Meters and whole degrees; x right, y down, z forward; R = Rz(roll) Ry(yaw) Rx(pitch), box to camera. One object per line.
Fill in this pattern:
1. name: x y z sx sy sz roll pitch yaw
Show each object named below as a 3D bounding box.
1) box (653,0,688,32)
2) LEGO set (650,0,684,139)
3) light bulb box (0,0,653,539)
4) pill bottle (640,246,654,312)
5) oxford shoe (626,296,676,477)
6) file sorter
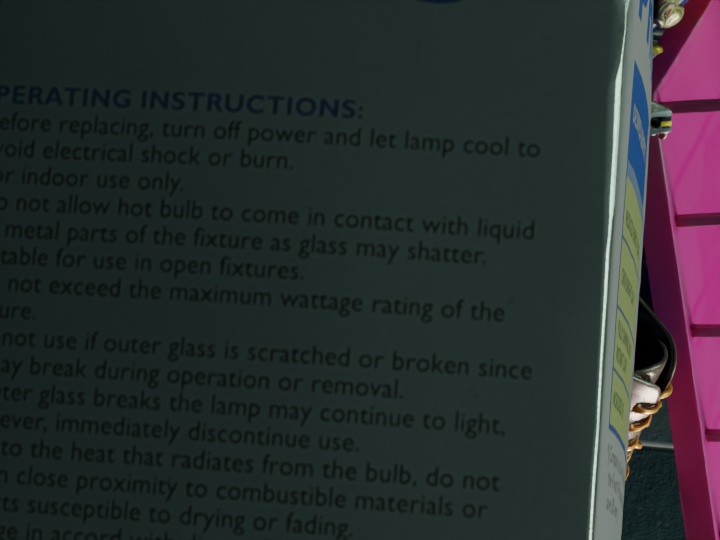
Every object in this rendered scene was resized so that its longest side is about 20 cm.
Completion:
1. box: 0.066 -0.068 0.946 0.121 0.032 0.200 -41 180 -14
2. LEGO set: 0.076 -0.093 0.707 0.200 0.153 0.116 31 -55 58
3. light bulb box: -0.008 0.043 0.473 0.198 0.124 0.201 58 36 -78
4. pill bottle: 0.061 0.030 0.915 0.200 0.112 0.113 -40 135 -63
5. oxford shoe: 0.068 0.054 0.760 0.071 0.073 0.201 -50 132 -57
6. file sorter: 0.193 -0.004 0.929 0.139 0.125 0.201 -51 135 -58
